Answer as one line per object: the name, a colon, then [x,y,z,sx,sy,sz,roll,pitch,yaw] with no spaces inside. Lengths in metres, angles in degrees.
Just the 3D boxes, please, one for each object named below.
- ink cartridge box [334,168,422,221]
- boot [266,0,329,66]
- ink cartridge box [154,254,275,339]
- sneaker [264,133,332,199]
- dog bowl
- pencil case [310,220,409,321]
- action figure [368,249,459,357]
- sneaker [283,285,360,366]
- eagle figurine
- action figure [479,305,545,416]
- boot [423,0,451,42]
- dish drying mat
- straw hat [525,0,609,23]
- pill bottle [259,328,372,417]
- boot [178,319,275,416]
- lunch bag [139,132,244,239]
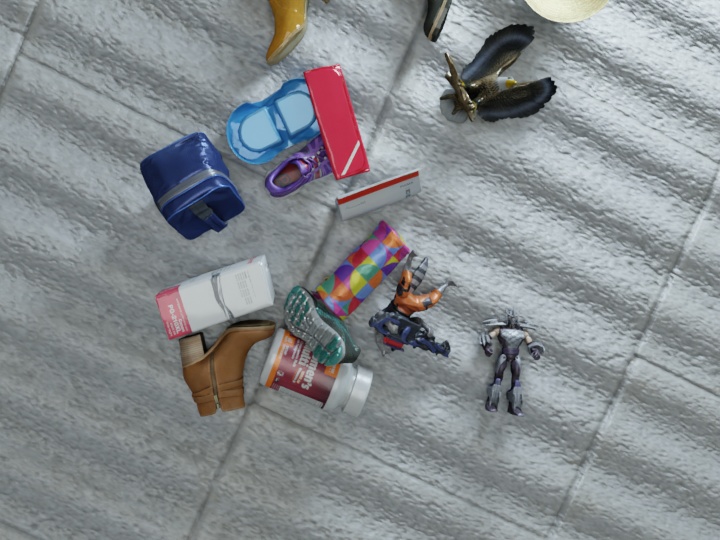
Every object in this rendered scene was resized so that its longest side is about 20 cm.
ink cartridge box: [0.035,-0.134,1.549,0.157,0.200,0.048,-20,95,-2]
boot: [-0.151,-0.492,1.580,0.143,0.071,0.203,38,88,0]
ink cartridge box: [-0.258,0.045,1.572,0.195,0.145,0.086,-18,97,-2]
sneaker: [-0.089,-0.197,1.594,0.198,0.083,0.081,-38,97,-3]
dog bowl: [-0.152,-0.274,1.601,0.197,0.050,0.113,-27,96,-1]
pencil case: [0.000,0.000,1.618,0.199,0.088,0.089,-43,96,0]
action figure: [0.102,0.083,1.644,0.198,0.105,0.195,32,99,-33]
sneaker: [-0.070,0.107,1.595,0.090,0.201,0.078,17,117,-47]
eagle figurine: [0.251,-0.347,1.600,0.198,0.150,0.154,-30,142,-30]
action figure: [0.287,0.171,1.659,0.127,0.069,0.206,5,90,5]
boot: [0.110,-0.534,1.591,0.135,0.078,0.205,16,81,-1]
dish drying mat: [-0.042,-0.271,1.573,0.075,0.018,0.205,-17,91,-20]
straw hat: [0.369,-0.538,1.596,0.195,0.085,0.207,0,83,2]
pill bottle: [-0.082,0.194,1.614,0.196,0.110,0.112,22,93,-5]
boot: [-0.236,0.182,1.624,0.195,0.074,0.159,-14,94,10]
lunch bag: [-0.290,-0.135,1.535,0.134,0.200,0.134,-28,78,1]
